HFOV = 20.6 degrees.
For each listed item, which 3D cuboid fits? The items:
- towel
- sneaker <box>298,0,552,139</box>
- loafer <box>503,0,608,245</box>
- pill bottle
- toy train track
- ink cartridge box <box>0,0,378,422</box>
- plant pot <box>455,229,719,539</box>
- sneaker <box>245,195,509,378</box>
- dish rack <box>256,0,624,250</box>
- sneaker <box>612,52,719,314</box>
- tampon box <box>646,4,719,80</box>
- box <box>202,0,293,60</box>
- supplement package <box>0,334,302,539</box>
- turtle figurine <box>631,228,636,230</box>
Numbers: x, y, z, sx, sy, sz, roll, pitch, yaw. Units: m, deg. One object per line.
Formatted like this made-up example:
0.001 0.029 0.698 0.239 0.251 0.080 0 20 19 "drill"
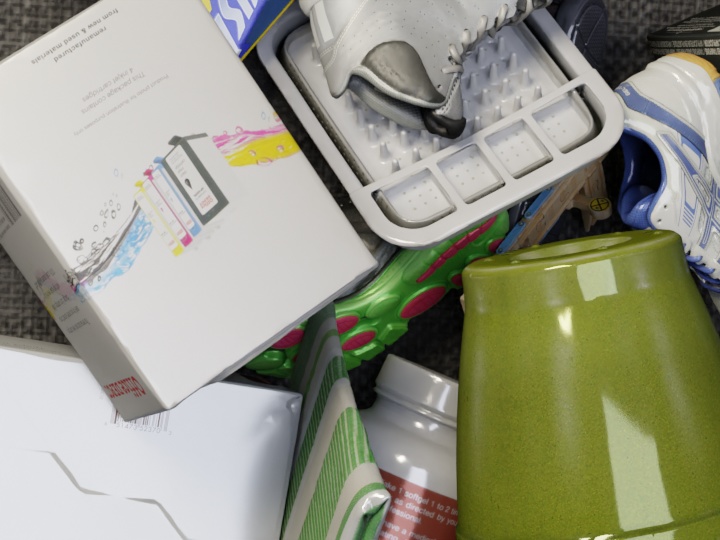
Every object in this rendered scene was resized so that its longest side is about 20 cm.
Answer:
-0.024 0.128 1.157 0.023 0.200 0.153 9 118 -14 "towel"
0.068 -0.136 1.185 0.200 0.075 0.116 -9 77 -6 "sneaker"
0.106 -0.085 1.287 0.072 0.063 0.200 6 100 -58 "loafer"
0.018 0.160 1.255 0.112 0.112 0.200 23 90 -16 "pill bottle"
0.131 -0.039 1.257 0.200 0.033 0.115 -50 143 -27 "toy train track"
-0.117 -0.038 1.091 0.145 0.147 0.200 -35 95 -16 "ink cartridge box"
0.138 0.079 1.160 0.200 0.200 0.193 -11 94 -13 "plant pot"
0.000 0.000 1.262 0.200 0.084 0.077 -31 142 3 "sneaker"
0.048 -0.108 1.225 0.172 0.044 0.200 -28 62 -10 "dish rack"
0.205 -0.033 1.254 0.088 0.075 0.200 -27 101 -20 "sneaker"
0.297 -0.083 1.283 0.126 0.150 0.200 -24 101 -12 "tampon box"
-0.101 -0.149 1.213 0.064 0.070 0.200 41 85 -16 "box"
-0.154 0.129 1.204 0.200 0.111 0.156 10 89 -16 "supplement package"
0.164 0.074 1.295 0.150 0.101 0.200 -20 110 -1 "turtle figurine"
